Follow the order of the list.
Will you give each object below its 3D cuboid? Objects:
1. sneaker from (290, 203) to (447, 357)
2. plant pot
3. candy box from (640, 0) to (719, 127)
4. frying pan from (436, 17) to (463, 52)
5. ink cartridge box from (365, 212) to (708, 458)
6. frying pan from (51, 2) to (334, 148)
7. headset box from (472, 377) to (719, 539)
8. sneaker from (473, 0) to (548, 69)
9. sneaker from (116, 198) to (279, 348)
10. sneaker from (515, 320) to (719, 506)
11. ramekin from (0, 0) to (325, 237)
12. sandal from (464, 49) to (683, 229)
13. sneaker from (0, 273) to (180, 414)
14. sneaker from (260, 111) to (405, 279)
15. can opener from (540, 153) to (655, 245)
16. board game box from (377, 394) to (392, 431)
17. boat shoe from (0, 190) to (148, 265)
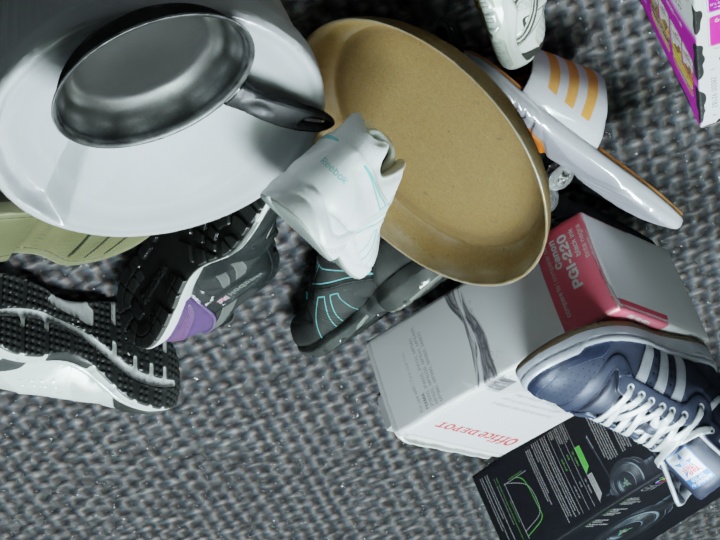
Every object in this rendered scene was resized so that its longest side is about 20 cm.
[{"bbox_3d":[0.000,0.000,1.370,0.075,0.079,0.200,-34,179,-36],"label":"sneaker"},{"bbox_3d":[0.043,-0.078,1.197,0.027,0.200,0.201,-42,157,-29],"label":"plant pot"},{"bbox_3d":[0.196,-0.199,1.106,0.061,0.137,0.200,-19,146,1],"label":"candy box"},{"bbox_3d":[0.072,-0.077,1.234,0.031,0.115,0.190,-46,172,-19],"label":"frying pan"},{"bbox_3d":[0.126,0.053,1.391,0.200,0.085,0.145,-34,152,25],"label":"ink cartridge box"},{"bbox_3d":[-0.080,-0.110,1.040,0.189,0.031,0.115,-10,152,-32],"label":"frying pan"},{"bbox_3d":[0.230,0.168,1.644,0.200,0.093,0.174,-38,153,27],"label":"headset box"},{"bbox_3d":[0.099,-0.194,1.127,0.087,0.076,0.200,-22,148,1],"label":"sneaker"},{"bbox_3d":[-0.088,-0.025,1.307,0.087,0.076,0.200,-6,151,-40],"label":"sneaker"},{"bbox_3d":[0.194,0.100,1.306,0.199,0.109,0.070,7,143,-45],"label":"sneaker"},{"bbox_3d":[-0.127,-0.117,1.124,0.201,0.095,0.203,-12,146,-8],"label":"ramekin"},{"bbox_3d":[0.143,-0.101,1.268,0.206,0.079,0.059,33,85,-26],"label":"sandal"},{"bbox_3d":[-0.214,0.057,1.367,0.080,0.074,0.199,-25,143,38],"label":"sneaker"},{"bbox_3d":[-0.005,-0.046,1.178,0.080,0.070,0.200,-49,176,0],"label":"sneaker"},{"bbox_3d":[0.155,-0.054,1.374,0.199,0.078,0.064,13,97,-40],"label":"can opener"},{"bbox_3d":[0.127,0.074,1.548,0.134,0.034,0.200,16,134,-37],"label":"board game box"},{"bbox_3d":[-0.200,-0.049,1.211,0.075,0.069,0.200,-42,159,25],"label":"boat shoe"}]
